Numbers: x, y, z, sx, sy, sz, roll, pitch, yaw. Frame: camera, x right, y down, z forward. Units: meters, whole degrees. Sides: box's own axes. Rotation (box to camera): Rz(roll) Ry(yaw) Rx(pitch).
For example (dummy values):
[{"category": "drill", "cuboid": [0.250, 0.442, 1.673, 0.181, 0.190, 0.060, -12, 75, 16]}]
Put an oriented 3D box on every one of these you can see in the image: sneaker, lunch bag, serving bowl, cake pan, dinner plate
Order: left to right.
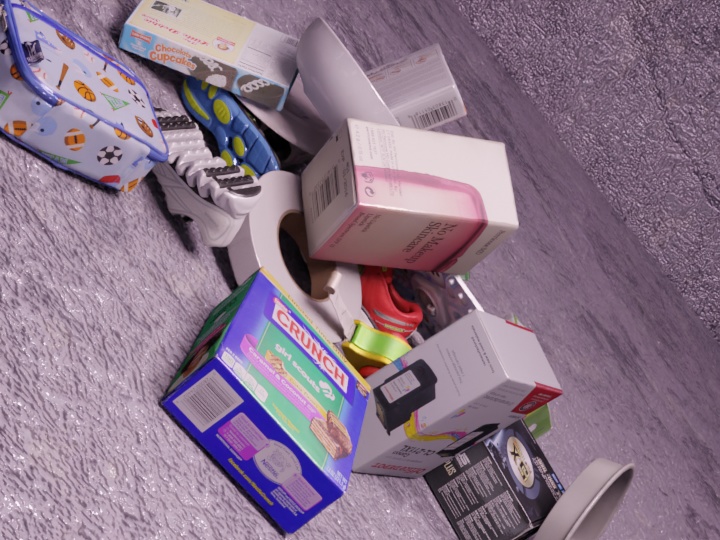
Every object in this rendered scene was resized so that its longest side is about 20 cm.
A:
[{"category": "lunch bag", "cuboid": [-0.276, -0.171, 1.200, 0.200, 0.075, 0.161, 33, 26, -46]}, {"category": "sneaker", "cuboid": [-0.184, -0.100, 1.302, 0.075, 0.081, 0.200, -9, 42, -44]}, {"category": "sneaker", "cuboid": [-0.135, -0.156, 1.492, 0.083, 0.071, 0.200, 3, 50, -57]}, {"category": "dinner plate", "cuboid": [-0.096, -0.213, 1.556, 0.200, 0.024, 0.200, 37, 22, -18]}, {"category": "sneaker", "cuboid": [-0.082, -0.159, 1.636, 0.200, 0.075, 0.100, 24, 41, -39]}, {"category": "serving bowl", "cuboid": [-0.015, -0.189, 1.460, 0.200, 0.066, 0.200, 55, 3, -4]}, {"category": "sneaker", "cuboid": [0.000, 0.000, 1.520, 0.200, 0.085, 0.077, 49, 19, -14]}, {"category": "cake pan", "cuboid": [0.243, 0.295, 1.455, 0.037, 0.201, 0.200, 34, 12, 23]}]

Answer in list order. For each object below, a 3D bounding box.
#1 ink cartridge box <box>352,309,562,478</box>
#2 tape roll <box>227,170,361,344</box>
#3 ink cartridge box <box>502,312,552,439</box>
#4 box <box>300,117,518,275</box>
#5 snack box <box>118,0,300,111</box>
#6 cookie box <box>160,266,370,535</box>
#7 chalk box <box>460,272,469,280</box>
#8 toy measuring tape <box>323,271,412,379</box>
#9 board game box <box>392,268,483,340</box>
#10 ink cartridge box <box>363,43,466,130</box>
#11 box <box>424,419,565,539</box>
[{"category": "ink cartridge box", "cuboid": [0.088, 0.135, 1.332, 0.146, 0.200, 0.083, 19, 42, -57]}, {"category": "tape roll", "cuboid": [-0.070, -0.011, 1.385, 0.203, 0.037, 0.204, 40, 38, -40]}, {"category": "ink cartridge box", "cuboid": [0.181, 0.152, 1.651, 0.059, 0.104, 0.200, 44, 22, -23]}, {"category": "box", "cuboid": [0.051, -0.076, 1.388, 0.199, 0.128, 0.109, 6, 62, -26]}, {"category": "snack box", "cuboid": [-0.168, -0.262, 1.484, 0.199, 0.037, 0.116, 22, 37, -3]}, {"category": "cookie box", "cuboid": [-0.079, 0.113, 1.174, 0.171, 0.075, 0.200, 48, 20, -13]}, {"category": "chalk box", "cuboid": [0.079, -0.099, 1.669, 0.125, 0.123, 0.201, -84, 172, -61]}, {"category": "toy measuring tape", "cuboid": [0.017, 0.076, 1.368, 0.200, 0.073, 0.074, 71, 2, -46]}, {"category": "board game box", "cuboid": [0.080, 0.039, 1.551, 0.200, 0.026, 0.200, 55, -20, 5]}, {"category": "ink cartridge box", "cuboid": [0.044, -0.220, 1.650, 0.200, 0.162, 0.050, -95, 162, -67]}, {"category": "box", "cuboid": [0.142, 0.219, 1.481, 0.201, 0.086, 0.164, 60, 21, 16]}]
